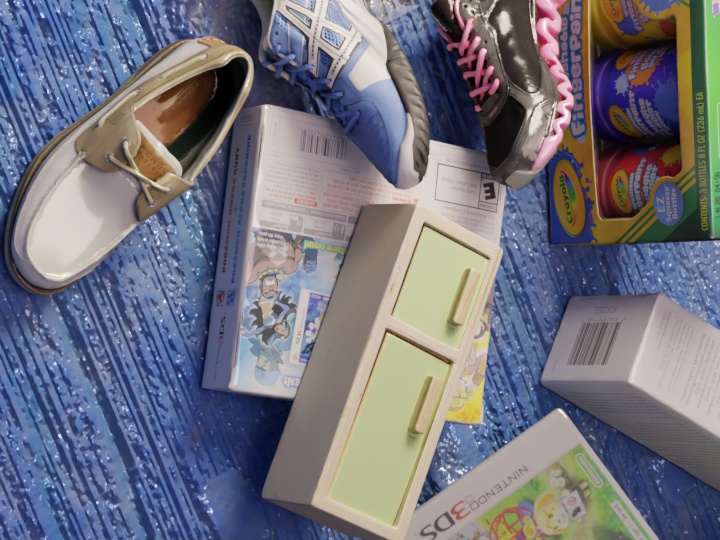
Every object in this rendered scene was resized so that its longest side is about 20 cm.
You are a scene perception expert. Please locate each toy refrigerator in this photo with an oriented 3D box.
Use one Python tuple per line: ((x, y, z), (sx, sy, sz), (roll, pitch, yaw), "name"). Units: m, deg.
((0.016, 0.064, 1.526), (0.076, 0.070, 0.201), (27, 76, -30), "toy refrigerator")

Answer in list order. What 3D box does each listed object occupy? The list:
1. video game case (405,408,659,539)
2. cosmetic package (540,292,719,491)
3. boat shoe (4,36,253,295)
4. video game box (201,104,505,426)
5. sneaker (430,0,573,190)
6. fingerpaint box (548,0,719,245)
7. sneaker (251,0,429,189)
((0.119, 0.221, 1.596), (0.182, 0.022, 0.200), (-34, 80, -15), "video game case")
((0.236, 0.090, 1.704), (0.199, 0.101, 0.072), (32, 72, -30), "cosmetic package")
((-0.140, -0.069, 1.477), (0.075, 0.068, 0.200), (46, 66, -23), "boat shoe")
((0.000, 0.000, 1.583), (0.199, 0.047, 0.184), (11, 81, -33), "video game box")
((0.086, -0.144, 1.609), (0.095, 0.079, 0.201), (18, 52, -24), "sneaker")
((0.202, -0.119, 1.647), (0.073, 0.166, 0.202), (-2, 91, -35), "fingerpaint box")
((-0.021, -0.132, 1.538), (0.077, 0.076, 0.201), (-23, 71, -20), "sneaker")
